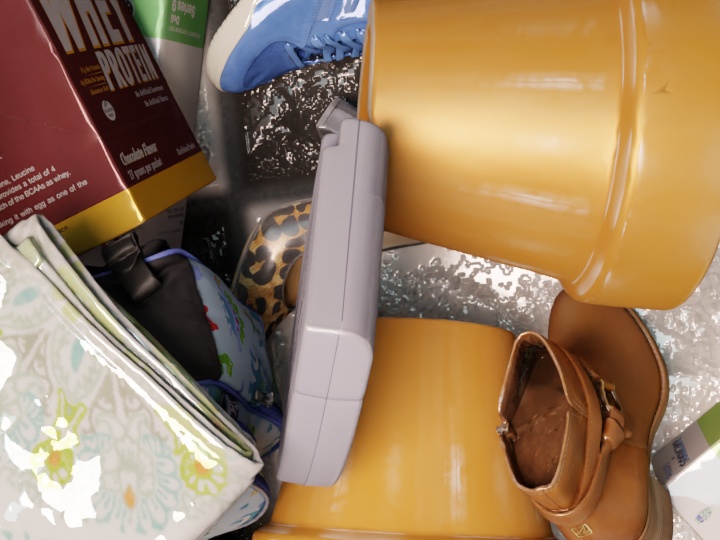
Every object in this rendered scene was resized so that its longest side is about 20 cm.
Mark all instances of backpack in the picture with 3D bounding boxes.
[{"bbox_3d":[-0.135,0.090,0.678,0.182,0.200,0.147,-21,72,9],"label":"backpack"}]

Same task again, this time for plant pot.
[{"bbox_3d":[0.092,-0.083,0.671,0.182,0.200,0.201,3,96,-3],"label":"plant pot"},{"bbox_3d":[0.033,0.128,0.740,0.199,0.200,0.184,1,80,9],"label":"plant pot"}]

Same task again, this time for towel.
[{"bbox_3d":[-0.165,0.097,0.559,0.171,0.048,0.200,45,100,4],"label":"towel"}]

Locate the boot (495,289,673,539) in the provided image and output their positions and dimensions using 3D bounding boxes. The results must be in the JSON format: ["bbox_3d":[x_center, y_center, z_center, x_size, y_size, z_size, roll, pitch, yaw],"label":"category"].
[{"bbox_3d":[0.126,0.066,0.696,0.074,0.155,0.201,-26,51,23],"label":"boot"}]

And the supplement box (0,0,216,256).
[{"bbox_3d":[-0.227,-0.091,0.684,0.197,0.133,0.201,-24,99,16],"label":"supplement box"}]

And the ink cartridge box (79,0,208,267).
[{"bbox_3d":[-0.191,-0.106,0.799,0.145,0.084,0.201,8,97,9],"label":"ink cartridge box"}]

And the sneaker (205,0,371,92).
[{"bbox_3d":[0.001,-0.155,0.767,0.200,0.077,0.111,-36,79,4],"label":"sneaker"}]

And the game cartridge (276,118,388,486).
[{"bbox_3d":[-0.017,0.033,0.608,0.041,0.200,0.134,10,61,-2],"label":"game cartridge"}]

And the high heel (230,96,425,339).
[{"bbox_3d":[0.000,0.000,0.781,0.142,0.071,0.201,28,90,12],"label":"high heel"}]

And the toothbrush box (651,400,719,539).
[{"bbox_3d":[0.306,0.118,0.737,0.200,0.086,0.146,-44,87,9],"label":"toothbrush box"}]
